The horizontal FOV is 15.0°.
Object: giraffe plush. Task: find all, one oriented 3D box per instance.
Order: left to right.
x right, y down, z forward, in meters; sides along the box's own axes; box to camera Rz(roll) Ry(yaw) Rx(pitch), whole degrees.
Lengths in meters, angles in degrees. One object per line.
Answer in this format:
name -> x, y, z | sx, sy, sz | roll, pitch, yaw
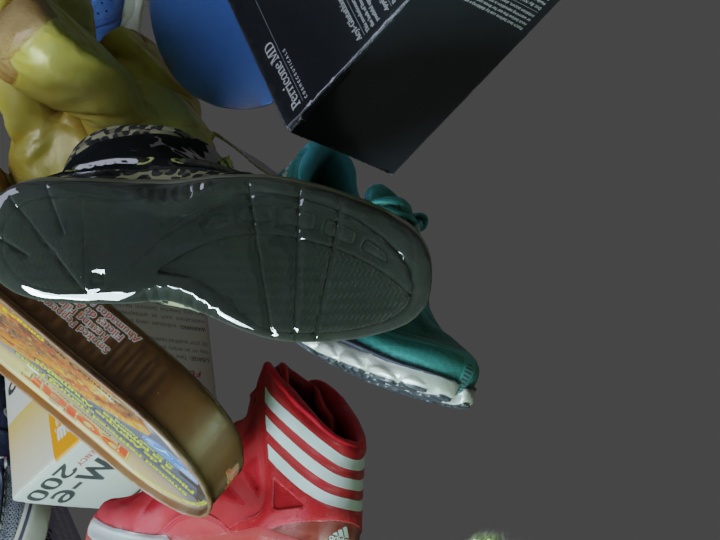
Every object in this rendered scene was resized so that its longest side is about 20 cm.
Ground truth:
giraffe plush -> -0.161, -0.044, 1.433 | 0.162, 0.200, 0.173 | -49, 3, 9

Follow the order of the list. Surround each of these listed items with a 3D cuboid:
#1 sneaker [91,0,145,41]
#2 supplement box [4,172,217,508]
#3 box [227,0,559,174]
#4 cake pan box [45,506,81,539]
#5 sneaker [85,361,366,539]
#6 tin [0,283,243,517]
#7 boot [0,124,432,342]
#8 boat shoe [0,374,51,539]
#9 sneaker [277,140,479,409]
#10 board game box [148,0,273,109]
sneaker -> -0.185, -0.191, 1.624 | 0.077, 0.111, 0.201 | 2, 84, 59
supplement box -> -0.148, 0.019, 1.544 | 0.126, 0.073, 0.201 | -41, 49, 48
box -> 0.001, -0.169, 1.304 | 0.141, 0.079, 0.201 | -43, 48, 23
cake pan box -> -0.242, 0.208, 1.650 | 0.200, 0.052, 0.184 | -55, 37, 22
sneaker -> -0.059, 0.105, 1.394 | 0.199, 0.078, 0.116 | 5, 78, 47
tin -> -0.139, 0.042, 1.325 | 0.042, 0.200, 0.112 | -48, -7, -24
boot -> -0.062, -0.026, 1.276 | 0.154, 0.202, 0.074 | -66, -19, -74
boat shoe -> -0.231, 0.093, 1.573 | 0.074, 0.093, 0.201 | -27, 49, 34
sneaker -> 0.000, 0.000, 1.310 | 0.080, 0.077, 0.200 | -58, 38, 13
board game box -> -0.030, -0.176, 1.426 | 0.200, 0.039, 0.158 | -52, 46, 16
